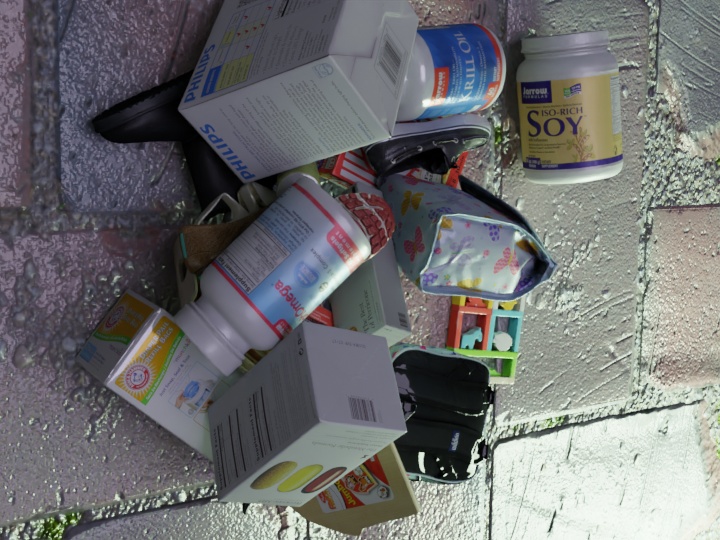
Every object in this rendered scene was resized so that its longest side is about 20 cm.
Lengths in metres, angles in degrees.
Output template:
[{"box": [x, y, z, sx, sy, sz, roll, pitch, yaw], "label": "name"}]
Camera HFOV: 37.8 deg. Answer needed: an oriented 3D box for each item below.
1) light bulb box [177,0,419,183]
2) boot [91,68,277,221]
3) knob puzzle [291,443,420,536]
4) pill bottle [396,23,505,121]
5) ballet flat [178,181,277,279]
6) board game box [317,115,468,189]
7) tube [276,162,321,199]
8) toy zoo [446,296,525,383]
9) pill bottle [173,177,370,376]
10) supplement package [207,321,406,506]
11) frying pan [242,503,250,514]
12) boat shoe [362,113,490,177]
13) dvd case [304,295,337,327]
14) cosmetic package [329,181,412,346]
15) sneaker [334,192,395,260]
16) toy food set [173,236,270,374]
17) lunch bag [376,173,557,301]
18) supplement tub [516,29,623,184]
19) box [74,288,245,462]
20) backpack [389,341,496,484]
[{"box": [-0.062, -0.225, 1.140, 0.125, 0.198, 0.200, 49, 41, -37], "label": "light bulb box"}, {"box": [-0.191, -0.136, 1.199, 0.197, 0.073, 0.164, -32, 113, -33], "label": "boot"}, {"box": [-0.038, 0.233, 1.300, 0.030, 0.217, 0.223, -37, 120, -59], "label": "knob puzzle"}, {"box": [0.075, -0.243, 1.297, 0.198, 0.112, 0.114, -15, 105, -37], "label": "pill bottle"}, {"box": [-0.130, -0.056, 1.174, 0.199, 0.068, 0.073, -31, 92, -45], "label": "ballet flat"}, {"box": [0.049, -0.158, 1.385, 0.199, 0.046, 0.153, 24, 82, -36], "label": "board game box"}, {"box": [-0.073, -0.125, 1.228, 0.051, 0.200, 0.059, 14, 112, -10], "label": "tube"}, {"box": [0.185, 0.062, 1.529, 0.130, 0.020, 0.203, 5, 93, -36], "label": "toy zoo"}, {"box": [-0.092, 0.009, 1.080, 0.200, 0.109, 0.109, -45, 120, -6], "label": "pill bottle"}, {"box": [-0.061, 0.156, 1.097, 0.113, 0.200, 0.111, 12, 51, -35], "label": "supplement package"}, {"box": [-0.133, 0.226, 1.249, 0.031, 0.115, 0.191, 22, 47, -5], "label": "frying pan"}, {"box": [0.093, -0.151, 1.329, 0.198, 0.070, 0.067, -9, 72, -38], "label": "boat shoe"}, {"box": [-0.050, 0.018, 1.283, 0.145, 0.022, 0.202, 29, 44, -36], "label": "dvd case"}, {"box": [0.000, 0.000, 1.270, 0.050, 0.082, 0.202, 17, 49, -40], "label": "cosmetic package"}, {"box": [-0.053, -0.027, 1.185, 0.198, 0.082, 0.079, -27, 96, -10], "label": "sneaker"}, {"box": [-0.135, 0.050, 1.213, 0.060, 0.144, 0.200, -41, 122, 10], "label": "toy food set"}, {"box": [0.128, -0.045, 1.325, 0.198, 0.169, 0.129, 10, 107, -30], "label": "lunch bag"}, {"box": [0.296, -0.233, 1.495, 0.144, 0.145, 0.203, -15, 104, -33], "label": "supplement tub"}, {"box": [-0.206, 0.126, 1.194, 0.200, 0.112, 0.102, 43, 76, -32], "label": "box"}, {"box": [0.062, 0.182, 1.375, 0.199, 0.149, 0.180, 16, 81, -44], "label": "backpack"}]
